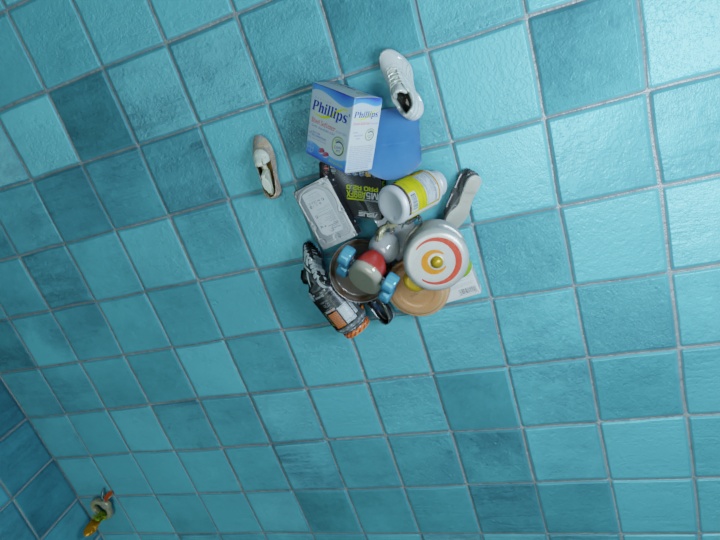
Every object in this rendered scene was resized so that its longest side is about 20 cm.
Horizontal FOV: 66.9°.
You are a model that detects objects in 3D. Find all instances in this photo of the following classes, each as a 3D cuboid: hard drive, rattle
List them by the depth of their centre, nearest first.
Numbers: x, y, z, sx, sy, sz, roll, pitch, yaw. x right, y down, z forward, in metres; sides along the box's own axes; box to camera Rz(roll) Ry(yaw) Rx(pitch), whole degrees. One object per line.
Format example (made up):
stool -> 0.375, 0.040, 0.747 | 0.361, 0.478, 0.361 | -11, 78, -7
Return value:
hard drive -> -0.102, -0.175, 1.642 | 0.139, 0.038, 0.201 | -20, 105, 32
rattle -> -1.282, 1.171, 2.647 | 0.130, 0.143, 0.200 | 47, 127, 12

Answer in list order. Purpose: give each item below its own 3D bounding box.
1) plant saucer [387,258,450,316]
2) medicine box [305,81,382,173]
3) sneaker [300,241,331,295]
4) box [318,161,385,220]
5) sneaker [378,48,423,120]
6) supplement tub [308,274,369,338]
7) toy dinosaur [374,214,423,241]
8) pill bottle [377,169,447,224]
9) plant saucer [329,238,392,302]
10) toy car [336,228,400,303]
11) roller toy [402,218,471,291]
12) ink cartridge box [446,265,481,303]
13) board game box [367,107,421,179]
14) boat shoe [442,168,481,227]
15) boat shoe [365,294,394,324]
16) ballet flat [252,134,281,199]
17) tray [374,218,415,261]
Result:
plant saucer -> 0.174, 0.054, 1.675 | 0.199, 0.032, 0.201 | 7, 117, 13
medicine box -> -0.049, -0.394, 1.491 | 0.182, 0.103, 0.201 | 34, 127, 38
sneaker -> -0.159, -0.003, 1.719 | 0.066, 0.201, 0.090 | 20, 125, -43
box -> -0.023, -0.242, 1.621 | 0.199, 0.044, 0.161 | 10, 117, 21
sneaker -> 0.104, -0.493, 1.438 | 0.078, 0.099, 0.201 | -25, 97, 24
supplement tub -> -0.067, 0.116, 1.777 | 0.122, 0.123, 0.200 | -30, 104, 27
toy dinosaur -> 0.126, -0.146, 1.551 | 0.200, 0.088, 0.048 | -32, 113, -12
pill bottle -> 0.149, -0.211, 1.503 | 0.109, 0.200, 0.110 | 28, 133, 36
plant saucer -> 0.000, 0.000, 1.712 | 0.199, 0.032, 0.201 | -1, 97, -10
toy car -> 0.056, -0.041, 1.626 | 0.184, 0.200, 0.177 | 32, 160, 8
roller toy -> 0.208, -0.042, 1.533 | 0.199, 0.140, 0.183 | -10, 109, 8
ink cartridge box -> 0.249, 0.015, 1.678 | 0.199, 0.045, 0.177 | -18, 109, 23
board game box -> 0.093, -0.352, 1.531 | 0.157, 0.039, 0.201 | -4, 88, 13
boat shoe -> 0.284, -0.199, 1.566 | 0.067, 0.057, 0.201 | 5, 127, -26
boat shoe -> 0.043, 0.090, 1.768 | 0.069, 0.057, 0.200 | -33, 103, 27
ballet flat -> -0.289, -0.312, 1.668 | 0.068, 0.067, 0.201 | -9, 112, 20
tray -> 0.126, -0.112, 1.666 | 0.107, 0.022, 0.201 | -24, 106, 24
